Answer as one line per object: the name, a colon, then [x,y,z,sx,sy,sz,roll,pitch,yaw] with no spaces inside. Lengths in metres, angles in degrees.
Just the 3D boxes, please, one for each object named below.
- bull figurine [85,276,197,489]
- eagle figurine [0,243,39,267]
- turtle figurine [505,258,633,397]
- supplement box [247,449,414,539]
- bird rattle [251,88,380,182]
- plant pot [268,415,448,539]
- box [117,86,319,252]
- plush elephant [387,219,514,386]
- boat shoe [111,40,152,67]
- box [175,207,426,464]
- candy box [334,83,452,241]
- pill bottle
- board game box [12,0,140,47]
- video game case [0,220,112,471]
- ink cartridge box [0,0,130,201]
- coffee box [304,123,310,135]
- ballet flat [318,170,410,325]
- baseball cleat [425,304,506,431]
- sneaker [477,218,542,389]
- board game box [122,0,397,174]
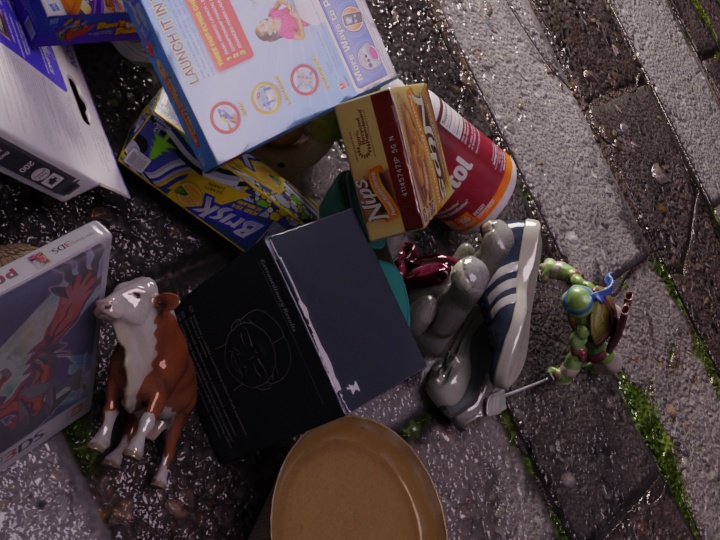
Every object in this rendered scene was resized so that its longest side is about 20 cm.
bull figurine: [-0.167,0.091,0.698,0.064,0.201,0.124,13,66,8]
eagle figurine: [-0.297,-0.013,0.657,0.148,0.154,0.201,20,44,11]
turtle figurine: [0.256,0.068,1.140,0.193,0.199,0.146,28,28,-52]
supplement box: [-0.044,0.281,0.782,0.126,0.073,0.202,41,49,-19]
bird rattle: [-0.075,-0.176,0.902,0.199,0.162,0.114,40,29,-19]
plant pot: [-0.003,0.229,0.772,0.197,0.027,0.204,21,56,-34]
box: [-0.132,-0.083,0.864,0.199,0.064,0.071,38,22,-23]
plush elephant: [0.047,0.007,0.942,0.153,0.202,0.165,35,35,7]
boat shoe: [-0.253,-0.297,0.872,0.204,0.064,0.074,54,46,-7]
box: [-0.065,0.061,0.777,0.106,0.199,0.151,-22,85,-43]
candy box: [0.037,-0.106,0.818,0.200,0.054,0.118,-45,121,-72]
pill bottle: [0.082,-0.139,1.057,0.198,0.112,0.115,33,52,-24]
board game box: [-0.262,-0.302,0.798,0.133,0.045,0.203,-18,79,-44]
video game case: [-0.254,0.079,0.616,0.023,0.202,0.181,36,43,17]
ink cartridge box: [-0.288,-0.160,0.740,0.201,0.043,0.200,65,11,20]
coffee box: [-0.086,-0.260,0.988,0.199,0.079,0.116,37,51,-22]
ballet flat: [0.000,0.000,0.857,0.066,0.070,0.204,10,54,-32]
baseball cleat: [0.144,0.099,1.043,0.107,0.069,0.201,53,55,-18]
sneaker: [0.149,0.034,0.994,0.075,0.082,0.204,70,31,-56]
board game box: [-0.093,-0.221,0.790,0.193,0.056,0.204,-29,100,-21]
